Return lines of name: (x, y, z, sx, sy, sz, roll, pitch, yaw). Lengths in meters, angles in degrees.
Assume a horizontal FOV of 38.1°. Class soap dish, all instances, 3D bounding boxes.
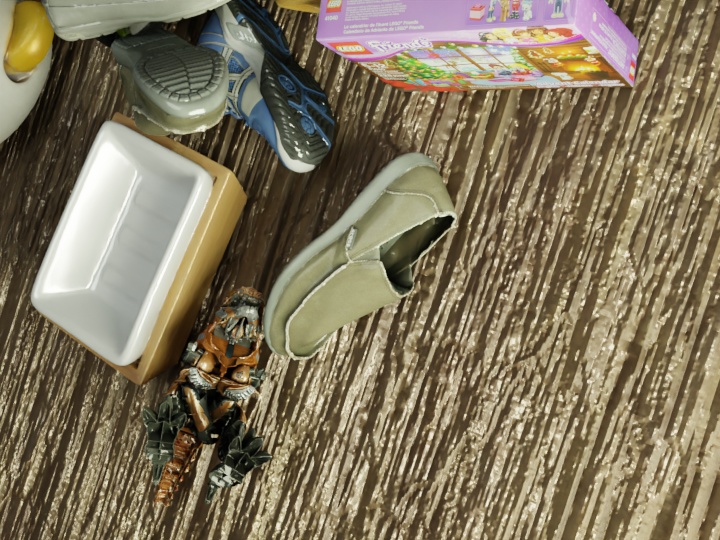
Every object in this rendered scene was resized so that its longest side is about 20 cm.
soap dish: (-0.197, -0.021, 0.937, 0.156, 0.081, 0.202, 27, 96, 31)

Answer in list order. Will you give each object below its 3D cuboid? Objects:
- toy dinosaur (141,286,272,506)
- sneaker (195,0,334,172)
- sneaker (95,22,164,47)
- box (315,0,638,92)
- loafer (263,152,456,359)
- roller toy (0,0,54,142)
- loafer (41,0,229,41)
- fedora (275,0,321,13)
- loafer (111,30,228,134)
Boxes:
toy dinosaur: (-0.124, 0.116, 0.870, 0.101, 0.136, 0.202, 2, 115, -6)
sneaker: (-0.086, -0.153, 0.905, 0.077, 0.075, 0.201, -44, 53, 24)
sneaker: (-0.184, -0.295, 0.983, 0.199, 0.074, 0.082, -27, 66, 23)
box: (0.086, -0.168, 0.760, 0.198, 0.136, 0.040, 5, 84, 32)
loafer: (0.000, 0.000, 0.819, 0.200, 0.075, 0.070, -50, 57, 14)
roller toy: (-0.411, -0.220, 1.064, 0.201, 0.139, 0.182, -50, 52, 8)
loafer: (-0.182, -0.249, 0.888, 0.197, 0.070, 0.070, -10, 32, 11)
fedora: (-0.013, -0.243, 0.812, 0.199, 0.200, 0.083, 1, 95, 31)
loafer: (-0.155, -0.148, 0.870, 0.200, 0.074, 0.070, -133, 31, -57)
